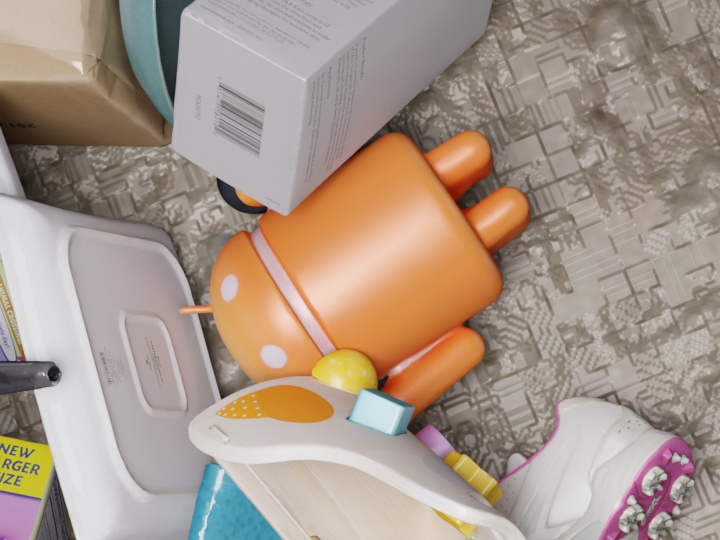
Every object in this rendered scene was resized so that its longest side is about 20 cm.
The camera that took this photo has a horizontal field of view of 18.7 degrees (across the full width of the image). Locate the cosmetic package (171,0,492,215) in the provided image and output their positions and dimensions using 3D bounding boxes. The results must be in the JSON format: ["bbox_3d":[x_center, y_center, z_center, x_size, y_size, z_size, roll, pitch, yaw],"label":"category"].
[{"bbox_3d":[-0.008,-0.135,1.199,0.085,0.108,0.200,30,49,18],"label":"cosmetic package"}]

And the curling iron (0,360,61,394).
[{"bbox_3d":[-0.233,0.058,1.149,0.200,0.050,0.026,0,73,35],"label":"curling iron"}]

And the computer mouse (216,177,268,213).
[{"bbox_3d":[-0.005,-0.107,1.297,0.200,0.034,0.059,-43,78,-1],"label":"computer mouse"}]

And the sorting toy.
[{"bbox_3d":[0.037,0.136,1.137,0.107,0.180,0.200,-45,120,-15],"label":"sorting toy"}]

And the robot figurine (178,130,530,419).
[{"bbox_3d":[0.001,0.001,1.238,0.200,0.117,0.144,-33,122,2],"label":"robot figurine"}]

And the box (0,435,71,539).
[{"bbox_3d":[-0.267,0.184,1.173,0.176,0.097,0.200,11,57,4],"label":"box"}]

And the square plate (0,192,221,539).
[{"bbox_3d":[-0.123,0.057,1.205,0.028,0.198,0.200,-20,79,17],"label":"square plate"}]

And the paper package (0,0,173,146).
[{"bbox_3d":[-0.218,-0.138,1.250,0.200,0.191,0.104,2,82,10],"label":"paper package"}]

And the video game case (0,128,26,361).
[{"bbox_3d":[-0.268,-0.015,1.192,0.182,0.022,0.200,-12,119,6],"label":"video game case"}]

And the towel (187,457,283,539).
[{"bbox_3d":[-0.047,0.210,1.218,0.147,0.022,0.200,18,84,-33],"label":"towel"}]

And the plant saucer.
[{"bbox_3d":[-0.092,-0.168,1.236,0.036,0.200,0.200,6,82,17],"label":"plant saucer"}]

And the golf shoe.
[{"bbox_3d":[0.101,0.160,1.233,0.092,0.075,0.200,38,90,34],"label":"golf shoe"}]
